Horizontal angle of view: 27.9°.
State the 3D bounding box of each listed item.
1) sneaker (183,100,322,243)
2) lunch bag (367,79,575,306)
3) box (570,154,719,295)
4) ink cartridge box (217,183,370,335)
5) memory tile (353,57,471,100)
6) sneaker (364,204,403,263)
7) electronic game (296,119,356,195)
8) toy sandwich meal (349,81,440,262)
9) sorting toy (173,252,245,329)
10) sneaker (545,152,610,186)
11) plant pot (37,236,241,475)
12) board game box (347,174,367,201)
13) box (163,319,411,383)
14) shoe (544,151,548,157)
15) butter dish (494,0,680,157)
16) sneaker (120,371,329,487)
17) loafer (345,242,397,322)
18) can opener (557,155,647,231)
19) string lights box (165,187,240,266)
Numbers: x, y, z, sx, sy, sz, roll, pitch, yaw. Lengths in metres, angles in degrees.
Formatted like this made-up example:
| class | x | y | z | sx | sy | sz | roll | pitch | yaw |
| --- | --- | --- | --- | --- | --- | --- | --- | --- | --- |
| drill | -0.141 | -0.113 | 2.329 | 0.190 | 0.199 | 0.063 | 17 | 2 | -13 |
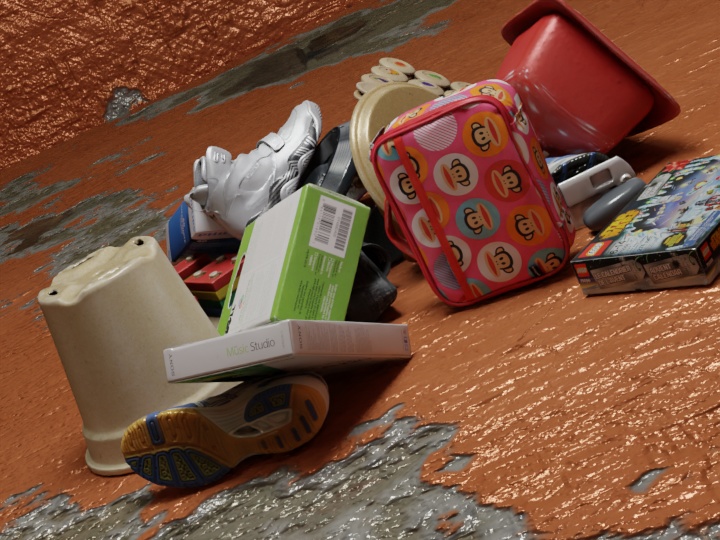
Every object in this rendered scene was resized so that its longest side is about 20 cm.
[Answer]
| class | x | y | z | sx | sy | sz | roll | pitch | yaw |
| --- | --- | --- | --- | --- | --- | --- | --- | --- | --- |
| sneaker | -0.125 | -0.131 | 1.703 | 0.201 | 0.114 | 0.075 | -66 | 15 | -19 |
| lunch bag | 0.100 | -0.071 | 1.421 | 0.175 | 0.201 | 0.082 | -20 | 16 | 24 |
| box | 0.302 | -0.048 | 1.344 | 0.136 | 0.040 | 0.200 | -8 | 25 | 46 |
| ink cartridge box | -0.077 | 0.008 | 1.529 | 0.200 | 0.075 | 0.149 | -25 | 49 | 64 |
| memory tile | 0.078 | -0.223 | 1.825 | 0.152 | 0.017 | 0.200 | 20 | 24 | 5 |
| sneaker | 0.052 | -0.071 | 1.723 | 0.108 | 0.067 | 0.202 | 108 | -173 | -66 |
| electronic game | -0.049 | -0.084 | 1.666 | 0.200 | 0.041 | 0.200 | -56 | 14 | 23 |
| toy sandwich meal | 0.059 | -0.110 | 1.598 | 0.070 | 0.206 | 0.205 | -32 | 7 | 48 |
| sorting toy | -0.216 | 0.049 | 1.721 | 0.198 | 0.070 | 0.199 | -36 | 21 | -30 |
| sneaker | 0.174 | -0.072 | 1.550 | 0.199 | 0.076 | 0.077 | -17 | 10 | -6 |
| plant pot | -0.230 | 0.075 | 1.476 | 0.199 | 0.184 | 0.201 | -23 | 18 | 8 |
| board game box | -0.010 | -0.113 | 1.829 | 0.200 | 0.041 | 0.200 | -41 | 5 | 38 |
| box | -0.064 | 0.076 | 1.337 | 0.144 | 0.037 | 0.200 | -14 | -12 | 32 |
| shoe | 0.196 | -0.183 | 1.819 | 0.091 | 0.072 | 0.200 | -38 | 18 | -27 |
| butter dish | 0.220 | -0.183 | 1.607 | 0.148 | 0.199 | 0.200 | -51 | 7 | -9 |
| sneaker | -0.120 | 0.144 | 1.339 | 0.199 | 0.076 | 0.088 | -13 | 10 | 11 |
| loafer | 0.000 | 0.000 | 1.571 | 0.070 | 0.068 | 0.201 | -27 | 25 | 3 |
| can opener | 0.196 | -0.052 | 1.478 | 0.199 | 0.054 | 0.067 | -26 | 17 | 1 |
| string lights box | -0.177 | -0.053 | 1.819 | 0.102 | 0.059 | 0.200 | -3 | -11 | -18 |
